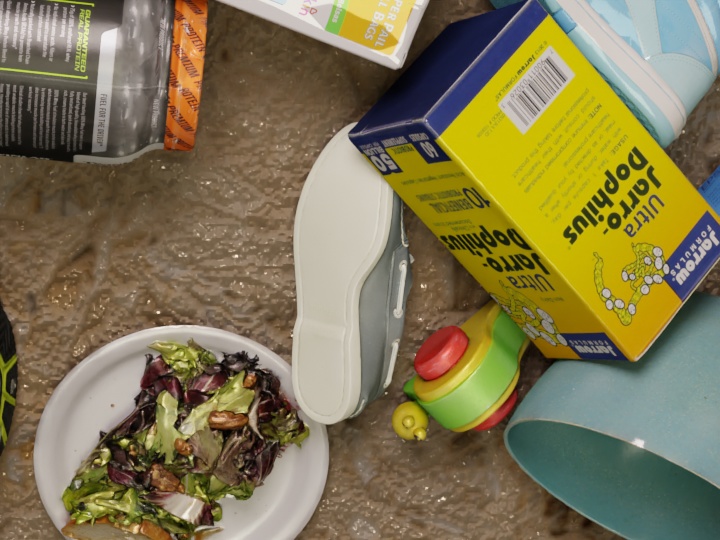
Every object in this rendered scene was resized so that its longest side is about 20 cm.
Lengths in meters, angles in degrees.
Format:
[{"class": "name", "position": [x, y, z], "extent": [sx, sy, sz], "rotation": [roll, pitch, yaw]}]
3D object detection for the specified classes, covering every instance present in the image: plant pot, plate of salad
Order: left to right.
[{"class": "plate of salad", "position": [-0.120, 0.132, 1.160], "extent": [0.200, 0.048, 0.200], "rotation": [-2, 112, -5]}, {"class": "plant pot", "position": [0.212, 0.093, 1.120], "extent": [0.200, 0.200, 0.135], "rotation": [36, 70, -18]}]

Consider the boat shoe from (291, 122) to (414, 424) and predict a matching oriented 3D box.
[{"class": "boat shoe", "position": [0.000, 0.000, 1.123], "extent": [0.062, 0.073, 0.200], "rotation": [-10, 113, -49]}]

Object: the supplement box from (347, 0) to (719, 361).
[{"class": "supplement box", "position": [0.110, -0.051, 1.050], "extent": [0.200, 0.109, 0.110], "rotation": [47, 72, -16]}]

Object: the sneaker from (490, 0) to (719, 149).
[{"class": "sneaker", "position": [0.155, -0.185, 1.046], "extent": [0.131, 0.080, 0.200], "rotation": [-44, 103, -13]}]

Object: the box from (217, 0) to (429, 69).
[{"class": "box", "position": [-0.051, -0.211, 0.998], "extent": [0.200, 0.101, 0.113], "rotation": [20, 109, -14]}]

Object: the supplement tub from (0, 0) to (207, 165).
[{"class": "supplement tub", "position": [-0.193, -0.126, 1.006], "extent": [0.200, 0.123, 0.123], "rotation": [6, 111, -8]}]

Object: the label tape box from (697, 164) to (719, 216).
[{"class": "label tape box", "position": [0.344, -0.040, 1.131], "extent": [0.200, 0.066, 0.143], "rotation": [33, 105, -20]}]

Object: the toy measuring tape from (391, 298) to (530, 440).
[{"class": "toy measuring tape", "position": [0.098, 0.047, 1.136], "extent": [0.200, 0.074, 0.074], "rotation": [-41, 110, 11]}]

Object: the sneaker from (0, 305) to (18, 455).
[{"class": "sneaker", "position": [-0.268, 0.041, 1.100], "extent": [0.076, 0.075, 0.200], "rotation": [-3, 102, 3]}]
